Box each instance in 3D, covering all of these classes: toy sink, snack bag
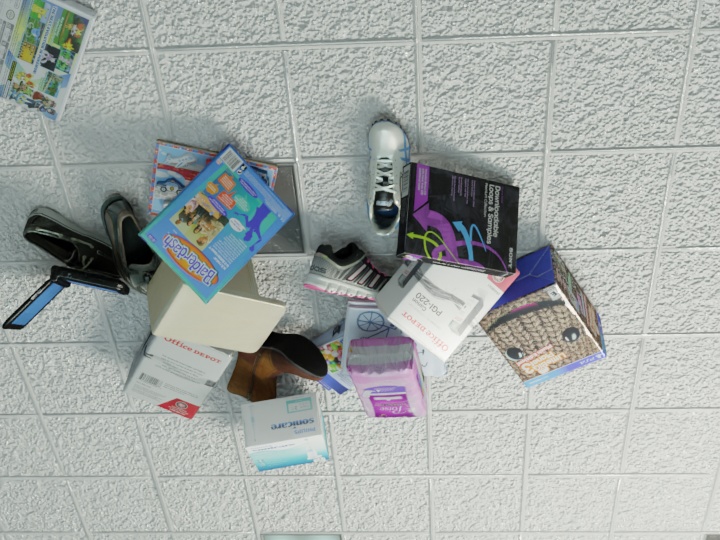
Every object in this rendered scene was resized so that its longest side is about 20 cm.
[{"bbox_3d":[-0.244,0.042,1.750,0.197,0.113,0.131,13,132,-31],"label":"toy sink"},{"bbox_3d":[0.067,0.121,1.825,0.196,0.022,0.191,2,135,-4],"label":"snack bag"}]

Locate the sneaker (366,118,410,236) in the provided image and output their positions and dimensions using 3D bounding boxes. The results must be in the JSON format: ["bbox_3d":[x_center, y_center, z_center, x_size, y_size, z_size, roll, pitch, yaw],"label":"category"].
[{"bbox_3d":[0.043,-0.142,1.614,0.070,0.073,0.203,1,130,4],"label":"sneaker"}]

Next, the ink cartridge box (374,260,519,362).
[{"bbox_3d":[0.141,0.026,1.698,0.145,0.085,0.201,37,99,-26],"label":"ink cartridge box"}]

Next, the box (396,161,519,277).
[{"bbox_3d":[0.154,-0.077,1.599,0.197,0.146,0.036,10,166,-23],"label":"box"}]

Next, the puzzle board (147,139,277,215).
[{"bbox_3d":[-0.243,-0.128,1.681,0.196,0.018,0.152,12,131,-6],"label":"puzzle board"}]

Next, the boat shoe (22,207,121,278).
[{"bbox_3d":[-0.477,-0.030,1.748,0.198,0.064,0.071,28,127,-20],"label":"boat shoe"}]

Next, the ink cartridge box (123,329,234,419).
[{"bbox_3d":[-0.329,0.162,1.895,0.142,0.085,0.201,25,129,-16],"label":"ink cartridge box"}]

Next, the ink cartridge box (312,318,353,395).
[{"bbox_3d":[-0.028,0.158,1.905,0.199,0.042,0.119,-33,122,30],"label":"ink cartridge box"}]

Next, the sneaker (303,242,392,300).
[{"bbox_3d":[0.000,0.000,1.737,0.197,0.073,0.089,9,91,-28],"label":"sneaker"}]

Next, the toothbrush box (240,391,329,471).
[{"bbox_3d":[-0.139,0.306,1.946,0.143,0.087,0.201,-9,158,-1],"label":"toothbrush box"}]

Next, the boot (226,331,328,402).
[{"bbox_3d":[-0.157,0.201,1.901,0.185,0.069,0.202,23,131,8],"label":"boot"}]

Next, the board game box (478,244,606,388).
[{"bbox_3d":[0.307,0.082,1.777,0.158,0.098,0.200,-25,125,24],"label":"board game box"}]

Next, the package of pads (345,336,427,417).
[{"bbox_3d":[0.049,0.188,1.802,0.118,0.077,0.201,-1,149,10],"label":"package of pads"}]

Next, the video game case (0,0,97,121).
[{"bbox_3d":[-0.500,-0.333,1.514,0.180,0.022,0.201,22,128,-15],"label":"video game case"}]

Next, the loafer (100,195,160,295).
[{"bbox_3d":[-0.377,-0.029,1.729,0.071,0.063,0.202,-33,131,-20],"label":"loafer"}]

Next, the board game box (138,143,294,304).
[{"bbox_3d":[-0.224,-0.073,1.614,0.200,0.045,0.152,-44,101,-5],"label":"board game box"}]

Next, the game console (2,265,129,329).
[{"bbox_3d":[-0.485,0.059,1.727,0.173,0.119,0.200,13,175,-9],"label":"game console"}]
